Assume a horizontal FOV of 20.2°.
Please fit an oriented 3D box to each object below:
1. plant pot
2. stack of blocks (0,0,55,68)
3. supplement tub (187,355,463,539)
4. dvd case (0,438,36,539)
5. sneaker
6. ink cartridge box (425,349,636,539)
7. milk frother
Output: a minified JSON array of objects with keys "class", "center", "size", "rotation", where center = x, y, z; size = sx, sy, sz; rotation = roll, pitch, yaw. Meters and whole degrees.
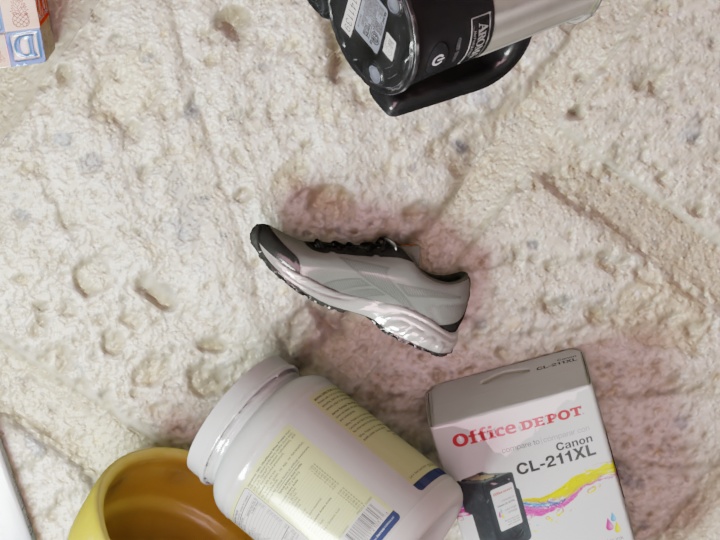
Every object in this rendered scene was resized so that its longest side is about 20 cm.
[{"class":"plant pot","center":[-0.173,0.287,1.727],"size":[0.200,0.201,0.189],"rotation":[27,122,-9]},{"class":"stack of blocks","center":[-0.355,-0.214,1.618],"size":[0.199,0.059,0.116],"rotation":[-7,108,2]},{"class":"supplement tub","center":[-0.031,0.179,1.679],"size":[0.200,0.145,0.145],"rotation":[38,106,15]},{"class":"dvd case","center":[-0.366,0.226,1.786],"size":[0.142,0.018,0.201],"rotation":[-15,108,4]},{"class":"sneaker","center":[0.000,0.000,1.691],"size":[0.199,0.074,0.080],"rotation":[23,98,-14]},{"class":"ink cartridge box","center":[0.150,0.188,1.742],"size":[0.145,0.083,0.201],"rotation":[-16,108,6]},{"class":"milk frother","center":[0.051,-0.242,1.580],"size":[0.188,0.181,0.201],"rotation":[-23,77,-28]}]
